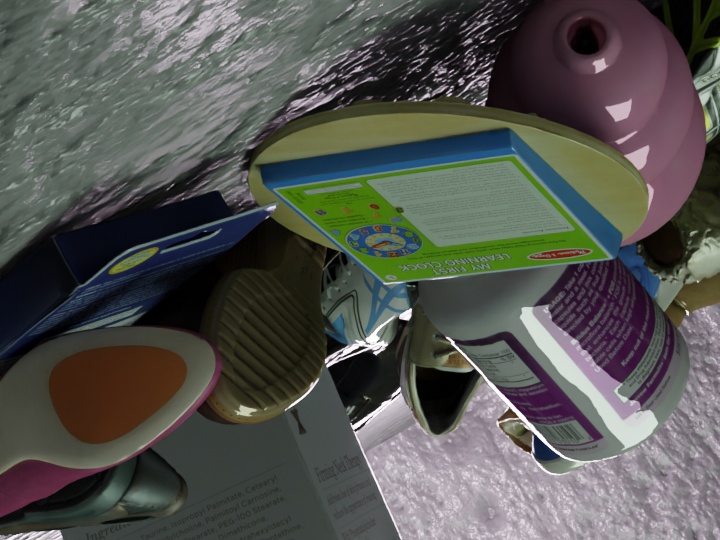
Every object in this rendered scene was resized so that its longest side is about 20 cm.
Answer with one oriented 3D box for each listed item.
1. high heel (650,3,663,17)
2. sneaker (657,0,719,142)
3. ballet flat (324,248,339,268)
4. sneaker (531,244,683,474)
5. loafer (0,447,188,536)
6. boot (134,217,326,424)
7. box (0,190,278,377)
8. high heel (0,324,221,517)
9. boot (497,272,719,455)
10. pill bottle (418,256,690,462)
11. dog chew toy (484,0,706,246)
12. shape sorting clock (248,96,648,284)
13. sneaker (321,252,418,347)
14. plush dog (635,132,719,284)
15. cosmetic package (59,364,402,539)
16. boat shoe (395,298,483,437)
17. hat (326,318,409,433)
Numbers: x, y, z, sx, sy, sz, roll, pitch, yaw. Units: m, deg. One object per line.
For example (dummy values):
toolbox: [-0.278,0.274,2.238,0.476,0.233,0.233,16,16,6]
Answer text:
high heel: [0.185,-0.133,1.223,0.201,0.071,0.143,-58,-174,34]
sneaker: [0.195,-0.097,1.115,0.076,0.076,0.200,7,133,-33]
ballet flat: [-0.006,-0.028,1.094,0.200,0.047,0.067,-36,169,30]
sneaker: [0.145,0.030,1.279,0.077,0.111,0.201,-1,-128,55]
loafer: [-0.173,0.114,0.999,0.199,0.072,0.063,-4,153,44]
boot: [-0.097,0.054,0.995,0.166,0.072,0.200,-34,-164,22]
box: [-0.139,0.016,0.922,0.200,0.033,0.121,-35,171,36]
high heel: [-0.147,0.081,0.918,0.199,0.068,0.096,-29,167,11]
boot: [0.205,0.051,1.360,0.200,0.066,0.175,-47,-172,-19]
pill bottle: [0.105,0.017,1.146,0.112,0.200,0.113,-29,-146,22]
dog chew toy: [0.120,-0.085,0.989,0.124,0.125,0.200,-31,164,0]
shape sorting clock: [0.043,-0.040,0.941,0.198,0.040,0.200,6,156,3]
sneaker: [0.000,0.000,1.228,0.072,0.072,0.200,2,157,-6]
plush dog: [0.266,-0.098,1.252,0.160,0.173,0.200,11,133,-35]
cosmetic package: [-0.089,0.146,1.213,0.165,0.201,0.167,-25,175,10]
boat shoe: [0.067,0.037,1.281,0.074,0.069,0.201,-3,143,-8]
hat: [-0.044,0.076,1.406,0.199,0.081,0.201,-25,156,-12]
